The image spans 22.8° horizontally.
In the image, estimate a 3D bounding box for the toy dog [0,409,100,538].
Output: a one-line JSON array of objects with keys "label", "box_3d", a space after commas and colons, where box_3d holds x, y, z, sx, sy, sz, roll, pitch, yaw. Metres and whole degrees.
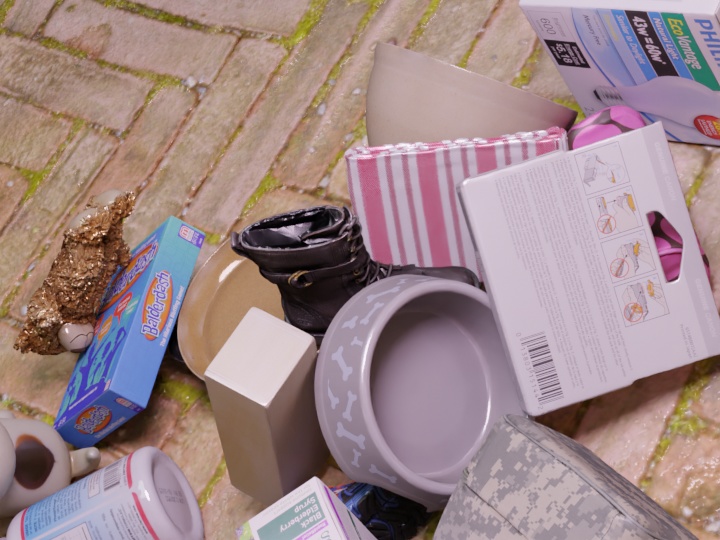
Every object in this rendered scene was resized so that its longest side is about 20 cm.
[{"label": "toy dog", "box_3d": [-0.354, 0.192, 1.671, 0.192, 0.200, 0.141, 3, 79, 9]}]

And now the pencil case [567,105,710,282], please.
[{"label": "pencil case", "box_3d": [0.236, -0.054, 1.577, 0.093, 0.091, 0.201, -26, 43, 13]}]

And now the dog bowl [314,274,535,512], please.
[{"label": "dog bowl", "box_3d": [0.062, 0.099, 1.481, 0.059, 0.199, 0.201, -14, 43, 59]}]

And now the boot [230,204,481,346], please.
[{"label": "boot", "box_3d": [0.000, 0.000, 1.536, 0.198, 0.175, 0.070, -10, 59, 5]}]

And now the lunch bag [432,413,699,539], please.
[{"label": "lunch bag", "box_3d": [0.149, 0.229, 1.369, 0.169, 0.139, 0.200, -57, 42, 5]}]

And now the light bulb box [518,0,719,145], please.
[{"label": "light bulb box", "box_3d": [0.282, -0.219, 1.598, 0.199, 0.198, 0.126, 10, 63, 39]}]

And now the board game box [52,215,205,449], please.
[{"label": "board game box", "box_3d": [-0.230, 0.063, 1.765, 0.152, 0.045, 0.202, -36, 32, 52]}]

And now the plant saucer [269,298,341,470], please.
[{"label": "plant saucer", "box_3d": [-0.026, 0.069, 1.675, 0.199, 0.049, 0.201, 20, 68, 42]}]

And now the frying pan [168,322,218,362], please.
[{"label": "frying pan", "box_3d": [-0.134, 0.031, 1.787, 0.114, 0.031, 0.191, -22, 31, 21]}]

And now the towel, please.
[{"label": "towel", "box_3d": [0.092, -0.054, 1.597, 0.198, 0.148, 0.030, -4, 32, 9]}]

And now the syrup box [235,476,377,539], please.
[{"label": "syrup box", "box_3d": [-0.010, 0.254, 1.405, 0.078, 0.200, 0.082, -33, 44, 6]}]

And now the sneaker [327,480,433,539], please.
[{"label": "sneaker", "box_3d": [-0.017, 0.209, 1.540, 0.199, 0.076, 0.079, -35, 41, 1]}]

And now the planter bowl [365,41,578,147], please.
[{"label": "planter bowl", "box_3d": [0.088, -0.117, 1.668, 0.199, 0.199, 0.136, 24, 98, 42]}]

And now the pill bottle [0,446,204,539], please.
[{"label": "pill bottle", "box_3d": [-0.251, 0.249, 1.631, 0.199, 0.109, 0.109, -27, 45, 12]}]

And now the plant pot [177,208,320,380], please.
[{"label": "plant pot", "box_3d": [-0.082, 0.031, 1.688, 0.198, 0.028, 0.202, -18, 48, 21]}]

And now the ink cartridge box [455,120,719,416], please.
[{"label": "ink cartridge box", "box_3d": [0.190, -0.002, 1.471, 0.174, 0.202, 0.045, -17, 1, -3]}]

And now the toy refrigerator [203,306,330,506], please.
[{"label": "toy refrigerator", "box_3d": [-0.079, 0.122, 1.519, 0.069, 0.201, 0.076, 26, 62, 19]}]

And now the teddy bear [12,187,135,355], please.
[{"label": "teddy bear", "box_3d": [-0.272, 0.008, 1.750, 0.201, 0.066, 0.145, -61, -1, 13]}]
